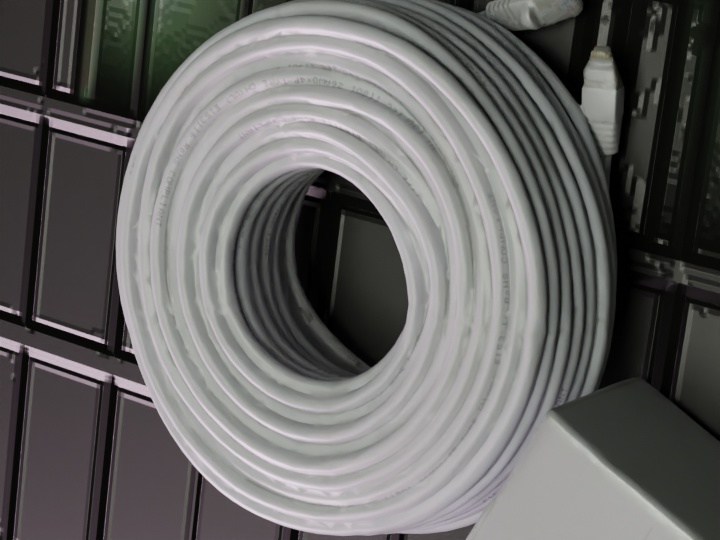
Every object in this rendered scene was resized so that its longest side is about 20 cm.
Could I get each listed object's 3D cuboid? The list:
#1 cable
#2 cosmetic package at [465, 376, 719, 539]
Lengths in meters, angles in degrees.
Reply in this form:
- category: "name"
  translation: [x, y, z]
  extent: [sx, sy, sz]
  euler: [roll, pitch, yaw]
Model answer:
- category: "cable"
  translation: [0.000, 0.000, 0.816]
  extent: [0.199, 0.069, 0.202]
  euler: [0, 97, 35]
- category: "cosmetic package"
  translation: [0.128, 0.139, 0.746]
  extent: [0.200, 0.071, 0.102]
  euler: [41, 119, 23]
